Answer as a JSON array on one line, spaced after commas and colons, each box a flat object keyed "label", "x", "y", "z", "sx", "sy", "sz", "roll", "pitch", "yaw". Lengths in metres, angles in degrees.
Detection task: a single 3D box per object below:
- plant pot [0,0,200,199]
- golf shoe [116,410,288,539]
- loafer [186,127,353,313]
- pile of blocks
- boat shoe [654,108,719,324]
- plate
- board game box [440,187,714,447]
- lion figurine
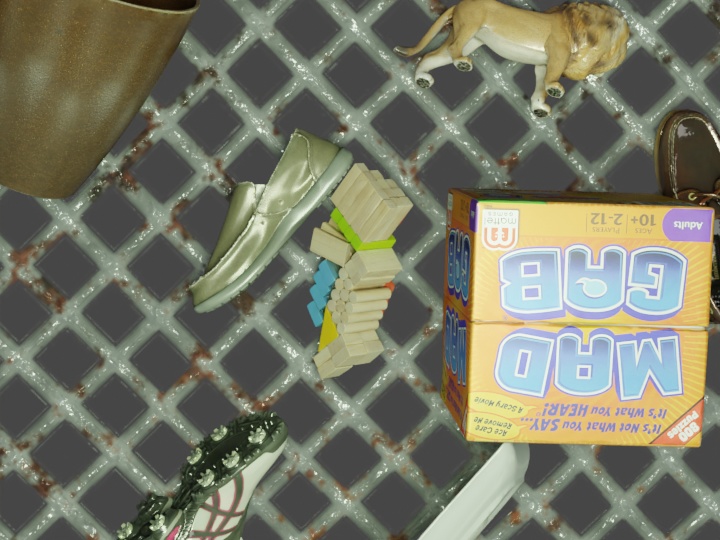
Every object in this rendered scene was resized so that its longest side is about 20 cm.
[{"label": "plant pot", "x": -0.258, "y": -0.171, "z": 1.423, "sx": 0.186, "sy": 0.187, "sz": 0.201, "roll": 20, "pitch": 110, "yaw": -6}, {"label": "golf shoe", "x": -0.133, "y": 0.213, "z": 1.527, "sx": 0.200, "sy": 0.077, "sz": 0.088, "roll": -43, "pitch": 118, "yaw": 5}, {"label": "loafer", "x": -0.092, "y": -0.047, "z": 1.493, "sx": 0.070, "sy": 0.075, "sz": 0.200, "roll": 41, "pitch": 84, "yaw": -2}, {"label": "pile of blocks", "x": 0.000, "y": 0.000, "z": 1.512, "sx": 0.062, "sy": 0.082, "sz": 0.201, "roll": -5, "pitch": 117, "yaw": -46}, {"label": "boat shoe", "x": 0.319, "y": -0.049, "z": 1.515, "sx": 0.070, "sy": 0.070, "sz": 0.201, "roll": -14, "pitch": 97, "yaw": -3}, {"label": "plate", "x": 0.084, "y": 0.232, "z": 1.469, "sx": 0.032, "sy": 0.200, "sz": 0.200, "roll": 41, "pitch": 93, "yaw": 11}, {"label": "board game box", "x": 0.182, "y": 0.034, "z": 1.450, "sx": 0.199, "sy": 0.200, "sz": 0.201, "roll": 1, "pitch": 96, "yaw": -4}, {"label": "lion figurine", "x": 0.139, "y": -0.208, "z": 1.481, "sx": 0.199, "sy": 0.073, "sz": 0.123, "roll": 19, "pitch": 62, "yaw": 1}]
